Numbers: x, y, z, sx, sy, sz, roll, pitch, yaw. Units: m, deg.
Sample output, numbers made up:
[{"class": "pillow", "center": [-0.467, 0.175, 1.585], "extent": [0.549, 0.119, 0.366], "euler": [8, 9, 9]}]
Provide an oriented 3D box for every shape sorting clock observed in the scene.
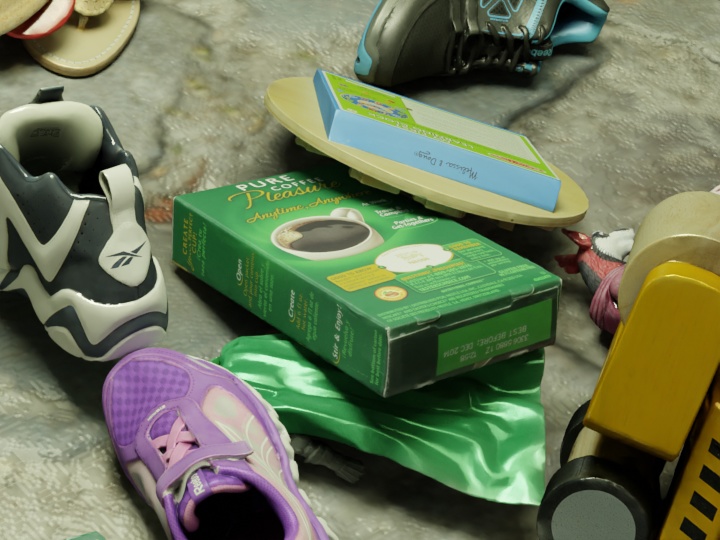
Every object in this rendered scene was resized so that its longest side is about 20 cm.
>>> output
[{"class": "shape sorting clock", "center": [0.038, -0.068, 1.408], "extent": [0.200, 0.039, 0.200], "euler": [19, 12, -4]}]

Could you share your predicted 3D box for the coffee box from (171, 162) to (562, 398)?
[{"class": "coffee box", "center": [0.000, 0.000, 1.305], "extent": [0.123, 0.044, 0.200], "euler": [-15, 30, -36]}]

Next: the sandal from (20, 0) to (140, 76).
[{"class": "sandal", "center": [-0.161, -0.212, 1.512], "extent": [0.078, 0.070, 0.212], "euler": [18, 41, 1]}]

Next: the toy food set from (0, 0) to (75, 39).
[{"class": "toy food set", "center": [-0.265, -0.205, 1.446], "extent": [0.198, 0.049, 0.200], "euler": [9, 59, -6]}]

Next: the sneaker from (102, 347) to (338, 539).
[{"class": "sneaker", "center": [-0.071, 0.105, 1.168], "extent": [0.080, 0.088, 0.200], "euler": [-39, 56, 3]}]

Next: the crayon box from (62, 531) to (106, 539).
[{"class": "crayon box", "center": [-0.130, 0.218, 1.063], "extent": [0.119, 0.058, 0.200], "euler": [-13, 50, -30]}]

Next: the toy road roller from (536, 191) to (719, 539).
[{"class": "toy road roller", "center": [0.184, 0.075, 1.222], "extent": [0.146, 0.200, 0.123], "euler": [20, 21, 5]}]

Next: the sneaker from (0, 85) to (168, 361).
[{"class": "sneaker", "center": [-0.175, -0.049, 1.262], "extent": [0.079, 0.130, 0.199], "euler": [-18, 36, -31]}]

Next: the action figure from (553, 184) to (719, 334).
[{"class": "action figure", "center": [0.195, 0.035, 1.371], "extent": [0.200, 0.134, 0.149], "euler": [22, 83, 23]}]

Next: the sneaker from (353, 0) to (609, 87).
[{"class": "sneaker", "center": [0.079, -0.159, 1.534], "extent": [0.082, 0.073, 0.200], "euler": [41, 47, 23]}]

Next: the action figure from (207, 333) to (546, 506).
[{"class": "action figure", "center": [-0.004, 0.071, 1.269], "extent": [0.200, 0.055, 0.118], "euler": [8, 43, -6]}]
